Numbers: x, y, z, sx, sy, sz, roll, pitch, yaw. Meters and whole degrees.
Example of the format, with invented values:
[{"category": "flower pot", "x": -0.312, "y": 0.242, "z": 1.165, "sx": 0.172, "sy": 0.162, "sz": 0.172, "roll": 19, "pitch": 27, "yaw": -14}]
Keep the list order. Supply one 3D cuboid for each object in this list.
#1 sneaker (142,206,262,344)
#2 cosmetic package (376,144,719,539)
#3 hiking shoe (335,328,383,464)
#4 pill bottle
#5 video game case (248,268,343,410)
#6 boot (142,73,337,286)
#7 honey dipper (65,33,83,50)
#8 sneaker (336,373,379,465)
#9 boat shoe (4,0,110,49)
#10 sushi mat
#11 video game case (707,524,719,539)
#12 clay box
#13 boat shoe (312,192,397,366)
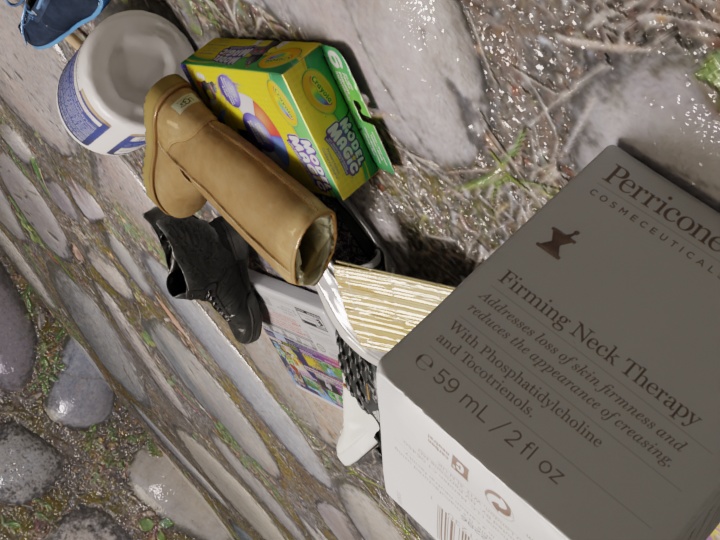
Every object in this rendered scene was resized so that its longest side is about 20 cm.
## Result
[{"category": "sneaker", "x": -0.175, "y": 0.011, "z": 1.153, "sx": 0.060, "sy": 0.103, "sz": 0.203, "roll": 30, "pitch": 135, "yaw": 44}, {"category": "cosmetic package", "x": 0.133, "y": 0.079, "z": 0.575, "sx": 0.167, "sy": 0.200, "sz": 0.167, "roll": 38, "pitch": 156, "yaw": 26}, {"category": "hiking shoe", "x": 0.039, "y": 0.103, "z": 0.964, "sx": 0.074, "sy": 0.086, "sz": 0.203, "roll": -48, "pitch": 59, "yaw": 57}, {"category": "pill bottle", "x": -0.236, "y": -0.175, "z": 1.005, "sx": 0.112, "sy": 0.111, "sz": 0.199, "roll": 55, "pitch": 157, "yaw": -13}, {"category": "video game case", "x": -0.053, "y": 0.089, "z": 1.189, "sx": 0.199, "sy": 0.023, "sz": 0.184, "roll": 17, "pitch": 141, "yaw": 52}, {"category": "boot", "x": -0.107, "y": -0.052, "z": 0.887, "sx": 0.200, "sy": 0.066, "sz": 0.176, "roll": 42, "pitch": 157, "yaw": 21}, {"category": "honey dipper", "x": -0.366, "y": -0.298, "z": 1.161, "sx": 0.200, "sy": 0.038, "sz": 0.038, "roll": 44, "pitch": 157, "yaw": 12}, {"category": "sneaker", "x": 0.010, "y": 0.137, "z": 1.080, "sx": 0.085, "sy": 0.072, "sz": 0.201, "roll": 50, "pitch": 144, "yaw": 11}, {"category": "boat shoe", "x": -0.299, "y": -0.280, "z": 1.016, "sx": 0.068, "sy": 0.085, "sz": 0.199, "roll": 39, "pitch": 150, "yaw": -28}, {"category": "sushi mat", "x": 0.071, "y": 0.046, "z": 0.815, "sx": 0.197, "sy": 0.012, "sz": 0.097, "roll": 13, "pitch": 139, "yaw": 30}, {"category": "video game case", "x": 0.272, "y": 0.208, "z": 0.755, "sx": 0.199, "sy": 0.018, "sz": 0.144, "roll": 41, "pitch": 156, "yaw": 22}, {"category": "clay box", "x": -0.062, "y": -0.125, "z": 0.832, "sx": 0.199, "sy": 0.047, "sz": 0.116, "roll": 20, "pitch": 144, "yaw": 53}, {"category": "boat shoe", "x": 0.000, "y": 0.000, "z": 0.898, "sx": 0.202, "sy": 0.071, "sz": 0.068, "roll": 61, "pitch": 157, "yaw": -2}]
